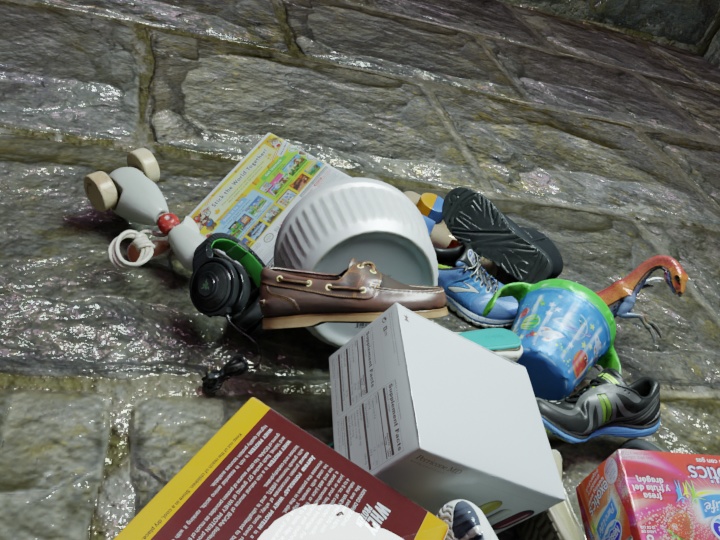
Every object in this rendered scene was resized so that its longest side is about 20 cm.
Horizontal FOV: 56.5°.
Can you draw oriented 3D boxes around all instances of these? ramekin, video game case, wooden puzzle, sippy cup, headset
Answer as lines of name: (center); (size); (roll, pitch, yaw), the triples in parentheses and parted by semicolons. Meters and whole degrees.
ramekin: (0.000, 0.000, 0.806); (0.198, 0.202, 0.105); (6, 27, -19)
video game case: (-0.121, -0.086, 0.936); (0.181, 0.023, 0.200); (31, 68, 20)
wooden puzzle: (0.138, -0.062, 1.098); (0.199, 0.047, 0.186); (24, 36, 5)
sippy cup: (0.248, 0.102, 0.880); (0.177, 0.141, 0.130); (12, 38, 34)
headset: (-0.151, 0.045, 0.785); (0.123, 0.094, 0.201); (38, 24, -37)

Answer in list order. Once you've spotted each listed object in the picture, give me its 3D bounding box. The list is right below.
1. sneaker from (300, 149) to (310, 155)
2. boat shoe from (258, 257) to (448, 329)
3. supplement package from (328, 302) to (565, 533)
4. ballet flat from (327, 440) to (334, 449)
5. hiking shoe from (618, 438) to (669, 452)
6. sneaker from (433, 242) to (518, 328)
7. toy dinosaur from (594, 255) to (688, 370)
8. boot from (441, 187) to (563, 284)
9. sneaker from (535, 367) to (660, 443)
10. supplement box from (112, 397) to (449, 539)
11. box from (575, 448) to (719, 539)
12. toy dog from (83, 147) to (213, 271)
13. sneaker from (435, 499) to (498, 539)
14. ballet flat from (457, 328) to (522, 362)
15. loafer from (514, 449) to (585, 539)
sneaker: (-0.097, -0.084, 0.990); (0.075, 0.077, 0.201); (4, 57, 4)
boat shoe: (-0.009, 0.022, 0.697); (0.198, 0.071, 0.070); (-2, -2, 2)
supplement package: (0.081, 0.154, 0.663); (0.199, 0.111, 0.157); (27, 38, -31)
ballet flat: (0.016, 0.185, 0.709); (0.069, 0.070, 0.200); (35, 35, 20)
hiking shoe: (0.313, 0.265, 0.734); (0.100, 0.076, 0.201); (14, 37, -14)
sneaker: (0.156, 0.016, 0.970); (0.198, 0.090, 0.079); (21, 36, -2)
toy dinosaur: (0.362, 0.051, 0.944); (0.198, 0.182, 0.105); (4, 39, -20)
boot: (0.226, -0.051, 1.055); (0.200, 0.077, 0.168); (40, 16, 14)
sneaker: (0.275, 0.155, 0.794); (0.198, 0.084, 0.071); (1, 11, -23)
supplement box: (-0.070, 0.249, 0.519); (0.199, 0.134, 0.197); (29, 36, 13)
box: (0.327, 0.242, 0.650); (0.198, 0.100, 0.096); (6, 51, -9)
toy dog: (-0.276, -0.061, 0.873); (0.131, 0.097, 0.201); (-14, 61, -26)
sneaker: (0.138, 0.286, 0.586); (0.129, 0.079, 0.200); (-8, 68, -50)
ballet flat: (0.098, 0.102, 0.782); (0.198, 0.070, 0.070); (5, 38, -22)
loafer: (0.191, 0.228, 0.723); (0.068, 0.076, 0.201); (-3, 41, -20)
